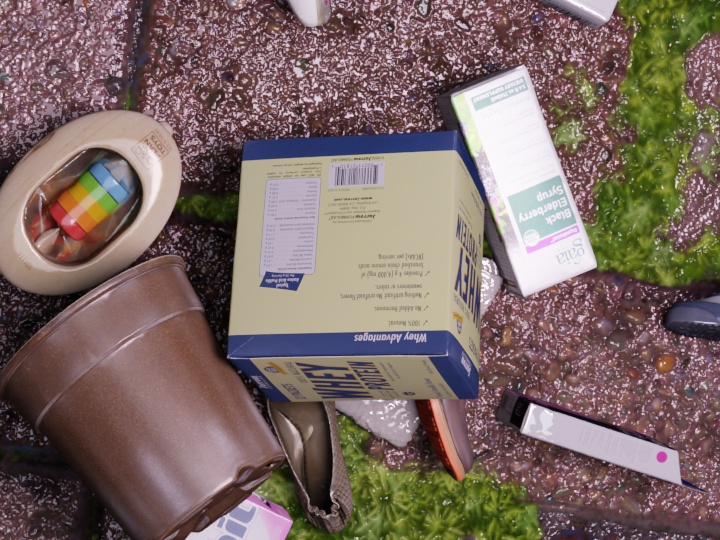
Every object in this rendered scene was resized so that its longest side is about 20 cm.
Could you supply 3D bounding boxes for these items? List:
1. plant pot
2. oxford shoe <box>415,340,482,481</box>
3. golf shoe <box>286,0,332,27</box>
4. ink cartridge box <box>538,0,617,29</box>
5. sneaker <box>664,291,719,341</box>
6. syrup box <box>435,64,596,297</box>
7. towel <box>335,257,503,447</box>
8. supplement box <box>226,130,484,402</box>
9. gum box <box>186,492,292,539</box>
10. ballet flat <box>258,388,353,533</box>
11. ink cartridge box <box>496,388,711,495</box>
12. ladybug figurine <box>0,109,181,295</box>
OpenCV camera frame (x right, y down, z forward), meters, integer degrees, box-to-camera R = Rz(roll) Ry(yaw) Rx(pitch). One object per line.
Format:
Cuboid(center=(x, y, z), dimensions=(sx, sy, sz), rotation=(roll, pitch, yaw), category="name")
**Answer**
Cuboid(center=(-0.180, 0.127, 1.640), dimensions=(0.199, 0.200, 0.199), rotation=(-35, 79, -5), category="plant pot")
Cuboid(center=(0.084, 0.093, 1.747), dimensions=(0.072, 0.071, 0.202), rotation=(-14, 98, -12), category="oxford shoe")
Cuboid(center=(-0.089, -0.308, 1.716), dimensions=(0.091, 0.073, 0.202), rotation=(-24, 89, -3), category="golf shoe")
Cuboid(center=(0.195, -0.353, 1.780), dimensions=(0.161, 0.050, 0.202), rotation=(26, 82, -11), category="ink cartridge box")
Cuboid(center=(0.387, 0.025, 1.838), dimensions=(0.198, 0.070, 0.083), rotation=(0, 78, -13), category="sneaker")
Cuboid(center=(0.145, -0.083, 1.769), dimensions=(0.078, 0.081, 0.202), rotation=(-22, 97, -7), category="syrup box")
Cuboid(center=(0.036, 0.054, 1.785), dimensions=(0.132, 0.034, 0.201), rotation=(30, 89, -11), category="towel")
Cuboid(center=(0.000, 0.000, 1.657), dimensions=(0.198, 0.134, 0.202), rotation=(-2, 70, 15), category="supplement box")
Cuboid(center=(-0.154, 0.282, 1.752), dimensions=(0.113, 0.066, 0.202), rotation=(26, 89, -13), category="gum box")
Cuboid(center=(-0.051, 0.154, 1.754), dimensions=(0.067, 0.046, 0.202), rotation=(-11, 107, 11), category="ballet flat")
Cuboid(center=(0.233, 0.163, 1.798), dimensions=(0.198, 0.095, 0.037), rotation=(21, 90, -11), category="ink cartridge box")
Cuboid(center=(-0.246, -0.064, 1.705), dimensions=(0.199, 0.072, 0.136), rotation=(-39, 101, -5), category="ladybug figurine")
